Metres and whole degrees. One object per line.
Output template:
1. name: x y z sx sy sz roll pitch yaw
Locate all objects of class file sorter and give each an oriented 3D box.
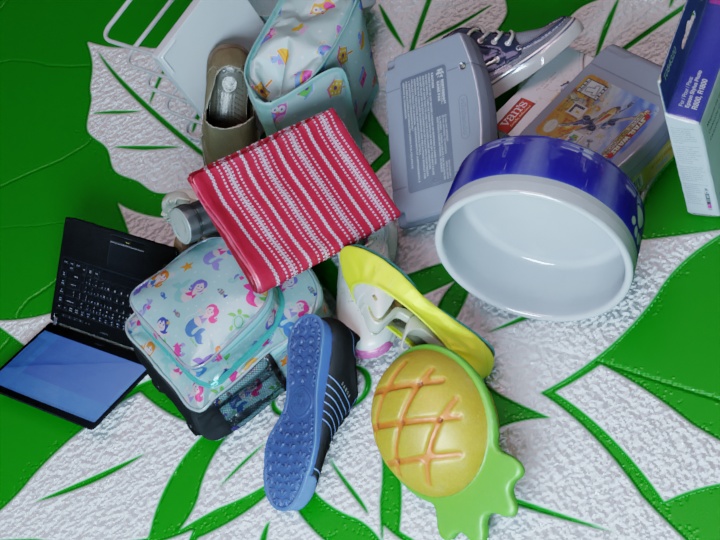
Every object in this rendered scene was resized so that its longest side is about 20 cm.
1. file sorter: -0.195 -0.259 1.720 0.124 0.200 0.139 21 69 39

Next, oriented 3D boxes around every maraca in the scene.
1. maraca: 0.081 0.163 1.335 0.137 0.107 0.200 -49 57 29

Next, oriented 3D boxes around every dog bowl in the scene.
1. dog bowl: 0.179 -0.039 1.393 0.199 0.200 0.079 3 51 24

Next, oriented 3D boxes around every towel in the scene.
1. towel: -0.067 -0.076 1.454 0.200 0.022 0.145 -29 85 -31

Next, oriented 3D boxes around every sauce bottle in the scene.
1. sauce bottle: -0.107 -0.078 1.485 0.200 0.065 0.065 -25 42 -33

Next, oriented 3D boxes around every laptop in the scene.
1. laptop: -0.316 0.054 1.580 0.177 0.103 0.201 16 100 31

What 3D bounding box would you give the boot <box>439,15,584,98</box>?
1. boot: 0.154 -0.255 1.620 0.200 0.090 0.073 -34 10 8

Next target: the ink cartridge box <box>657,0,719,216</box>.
1. ink cartridge box: 0.365 -0.193 1.442 0.043 0.200 0.197 9 57 28

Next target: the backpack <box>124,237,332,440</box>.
1. backpack: -0.135 0.054 1.488 0.200 0.151 0.178 -34 54 -16

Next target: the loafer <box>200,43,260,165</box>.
1. loafer: -0.155 -0.162 1.640 0.076 0.201 0.067 -4 15 3

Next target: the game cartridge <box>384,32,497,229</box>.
1. game cartridge: 0.090 -0.156 1.560 0.133 0.040 0.201 -15 72 43

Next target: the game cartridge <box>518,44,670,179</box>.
1. game cartridge: 0.259 -0.152 1.509 0.200 0.042 0.133 -46 46 -12

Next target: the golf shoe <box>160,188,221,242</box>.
1. golf shoe: -0.122 -0.072 1.561 0.199 0.078 0.098 12 59 -13

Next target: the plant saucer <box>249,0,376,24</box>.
1. plant saucer: -0.079 -0.323 1.795 0.200 0.039 0.201 -2 19 1

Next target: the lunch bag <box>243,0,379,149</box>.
1. lunch bag: -0.059 -0.209 1.646 0.121 0.171 0.200 9 56 17

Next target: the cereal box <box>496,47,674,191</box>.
1. cereal box: 0.259 -0.165 1.569 0.144 0.040 0.200 -45 50 -16

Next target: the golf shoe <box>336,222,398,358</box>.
1. golf shoe: 0.000 0.000 1.509 0.075 0.092 0.201 -12 51 11

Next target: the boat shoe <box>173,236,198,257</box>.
1. boat shoe: -0.124 -0.054 1.617 0.200 0.066 0.072 -27 85 -15

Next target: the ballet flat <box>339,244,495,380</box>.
1. ballet flat: 0.046 0.051 1.419 0.200 0.067 0.067 38 56 9

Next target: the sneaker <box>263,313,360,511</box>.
1. sneaker: -0.041 0.147 1.420 0.070 0.078 0.201 4 80 42
